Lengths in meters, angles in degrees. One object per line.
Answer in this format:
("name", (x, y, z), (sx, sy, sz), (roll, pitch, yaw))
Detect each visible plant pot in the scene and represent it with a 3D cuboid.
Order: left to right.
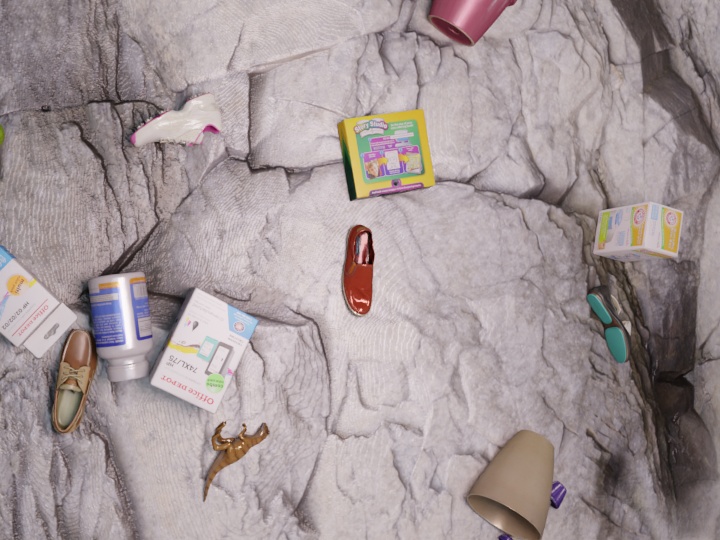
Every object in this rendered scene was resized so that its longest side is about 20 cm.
("plant pot", (0.250, -0.625, 1.699), (0.197, 0.200, 0.182), (30, 95, -15))
("plant pot", (0.368, 0.479, 1.716), (0.186, 0.186, 0.202), (40, 63, -13))

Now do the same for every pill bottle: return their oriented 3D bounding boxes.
("pill bottle", (-0.469, 0.110, 1.473), (0.109, 0.112, 0.207), (-7, 91, -18))

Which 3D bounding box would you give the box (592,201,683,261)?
("box", (0.668, -0.090, 1.805), (0.099, 0.199, 0.116), (12, 85, -17))

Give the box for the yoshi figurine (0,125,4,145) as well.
("yoshi figurine", (-0.763, -0.272, 1.413), (0.195, 0.114, 0.113), (19, 42, -2))

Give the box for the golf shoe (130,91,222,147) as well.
("golf shoe", (-0.374, -0.290, 1.538), (0.197, 0.075, 0.093), (-30, 100, -15))

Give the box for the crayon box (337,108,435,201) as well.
("crayon box", (0.059, -0.261, 1.685), (0.194, 0.058, 0.178), (-10, 91, -18))

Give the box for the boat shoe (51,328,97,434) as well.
("boat shoe", (-0.558, 0.219, 1.460), (0.073, 0.074, 0.207), (8, 86, -18))

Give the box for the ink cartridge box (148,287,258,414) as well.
("ink cartridge box", (-0.318, 0.158, 1.503), (0.144, 0.146, 0.204), (27, 81, -15))

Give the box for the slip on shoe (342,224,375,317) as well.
("slip on shoe", (0.000, 0.000, 1.657), (0.072, 0.061, 0.207), (2, 89, -19))

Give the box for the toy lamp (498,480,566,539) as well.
("toy lamp", (0.414, 0.584, 1.779), (0.199, 0.058, 0.059), (-42, 101, -13))

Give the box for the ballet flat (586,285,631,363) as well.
("ballet flat", (0.635, 0.127, 1.860), (0.067, 0.068, 0.204), (-29, 98, -25))

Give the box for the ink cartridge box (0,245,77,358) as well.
("ink cartridge box", (-0.657, 0.063, 1.435), (0.200, 0.068, 0.116), (45, 76, -12))

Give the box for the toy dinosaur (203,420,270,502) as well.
("toy dinosaur", (-0.275, 0.381, 1.556), (0.199, 0.060, 0.107), (-39, 101, -15))
